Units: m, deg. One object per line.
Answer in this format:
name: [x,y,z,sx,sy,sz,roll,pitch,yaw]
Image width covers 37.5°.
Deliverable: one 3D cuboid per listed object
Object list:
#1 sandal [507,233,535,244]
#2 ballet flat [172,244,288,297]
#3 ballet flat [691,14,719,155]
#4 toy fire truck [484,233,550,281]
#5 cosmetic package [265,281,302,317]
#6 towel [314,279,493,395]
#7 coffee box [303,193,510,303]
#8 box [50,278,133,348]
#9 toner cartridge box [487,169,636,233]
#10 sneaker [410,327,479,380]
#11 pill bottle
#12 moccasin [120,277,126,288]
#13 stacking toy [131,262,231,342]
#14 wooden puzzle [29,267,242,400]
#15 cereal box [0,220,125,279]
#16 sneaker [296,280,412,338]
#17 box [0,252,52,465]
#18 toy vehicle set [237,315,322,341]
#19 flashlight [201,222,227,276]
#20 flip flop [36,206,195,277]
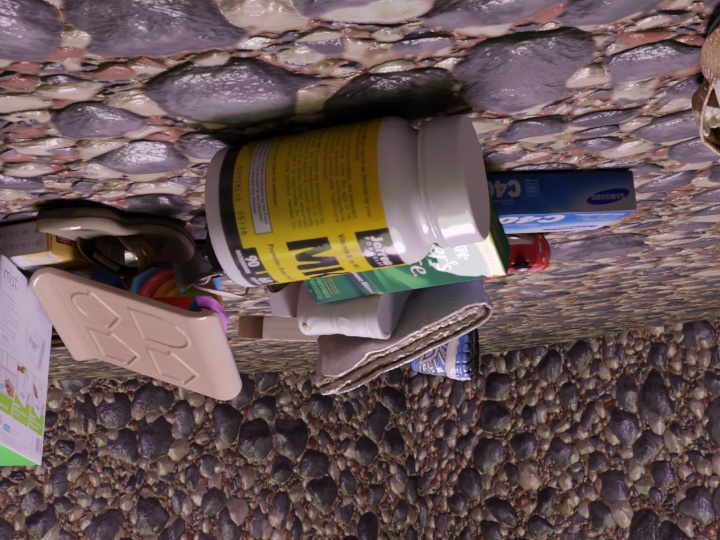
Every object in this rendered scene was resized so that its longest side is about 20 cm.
sandal: [0.130,-0.019,1.308,0.199,0.055,0.081,-12,169,37]
ballet flat: [-0.122,0.000,1.249,0.198,0.064,0.067,-3,171,-19]
ballet flat: [0.261,-0.120,0.709,0.070,0.066,0.200,-7,171,15]
toy fire truck: [0.172,-0.007,1.429,0.199,0.049,0.141,-11,170,29]
cosmetic package: [-0.011,0.019,1.311,0.150,0.052,0.200,-11,-177,-26]
towel: [0.041,0.056,1.112,0.199,0.035,0.133,-27,-161,9]
coffee box: [0.029,-0.036,0.987,0.198,0.044,0.123,-8,133,20]
box: [-0.378,0.053,1.310,0.162,0.021,0.200,-6,-163,7]
toner cartridge box: [0.165,-0.066,1.066,0.198,0.044,0.095,-3,172,-14]
sneaker: [0.089,0.030,1.199,0.084,0.201,0.077,-4,142,14]
pill bottle: [-0.008,-0.055,0.810,0.198,0.115,0.114,-8,171,18]
moccasin: [-0.362,0.019,1.230,0.200,0.078,0.074,-5,157,25]
stacking toy: [-0.198,0.062,1.253,0.115,0.111,0.200,-1,-168,-23]
wooden puzzle: [-0.228,0.060,1.120,0.198,0.047,0.186,12,150,11]
cereal box: [-0.369,-0.011,1.113,0.198,0.040,0.144,-8,169,18]
sneaker: [0.000,0.000,1.122,0.115,0.074,0.200,-2,-151,25]
box: [-0.380,0.095,1.062,0.096,0.178,0.200,-1,163,-1]
toy vehicle set: [-0.035,0.071,1.255,0.198,0.027,0.124,3,177,-18]
flashlight: [-0.072,-0.024,1.126,0.199,0.068,0.068,4,156,-46]
flip flop: [-0.240,-0.023,1.050,0.080,0.058,0.200,-9,170,23]
